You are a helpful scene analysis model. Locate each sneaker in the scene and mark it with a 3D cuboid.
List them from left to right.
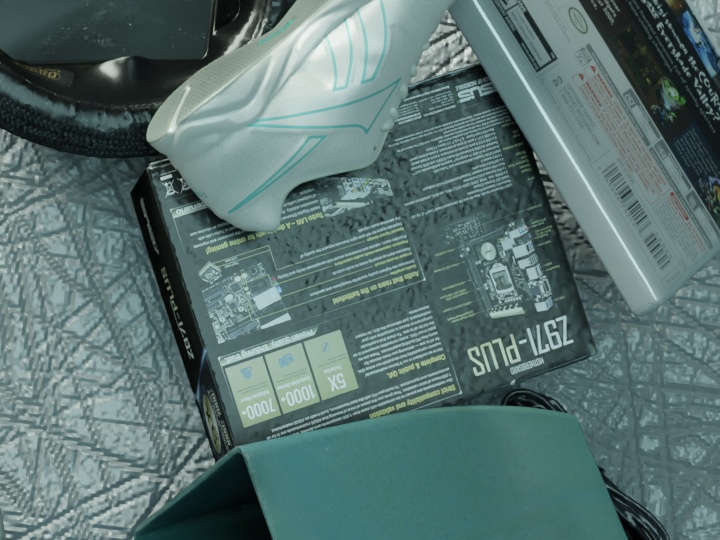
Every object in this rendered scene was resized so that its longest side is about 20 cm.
[{"bbox_3d":[-0.006,-0.099,0.887,0.200,0.070,0.080,-39,110,-6],"label":"sneaker"}]

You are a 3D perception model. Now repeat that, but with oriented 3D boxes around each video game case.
[{"bbox_3d":[0.143,-0.098,0.983,0.181,0.023,0.201,-35,94,-46],"label":"video game case"}]

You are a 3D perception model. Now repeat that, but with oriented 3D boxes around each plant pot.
[{"bbox_3d":[0.023,0.145,0.874,0.199,0.141,0.142,-14,75,-33],"label":"plant pot"}]

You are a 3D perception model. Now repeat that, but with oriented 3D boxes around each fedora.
[{"bbox_3d":[-0.132,-0.142,0.932,0.199,0.092,0.203,2,85,-17],"label":"fedora"}]

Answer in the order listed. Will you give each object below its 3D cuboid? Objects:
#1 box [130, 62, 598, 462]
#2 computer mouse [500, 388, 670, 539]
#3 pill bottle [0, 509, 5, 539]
[{"bbox_3d":[0.000,0.000,0.953,0.198,0.086,0.165,-19,88,-14],"label":"box"},{"bbox_3d":[0.073,0.175,0.976,0.140,0.046,0.200,44,66,1],"label":"computer mouse"},{"bbox_3d":[-0.200,0.212,0.873,0.111,0.112,0.202,-8,87,-14],"label":"pill bottle"}]
